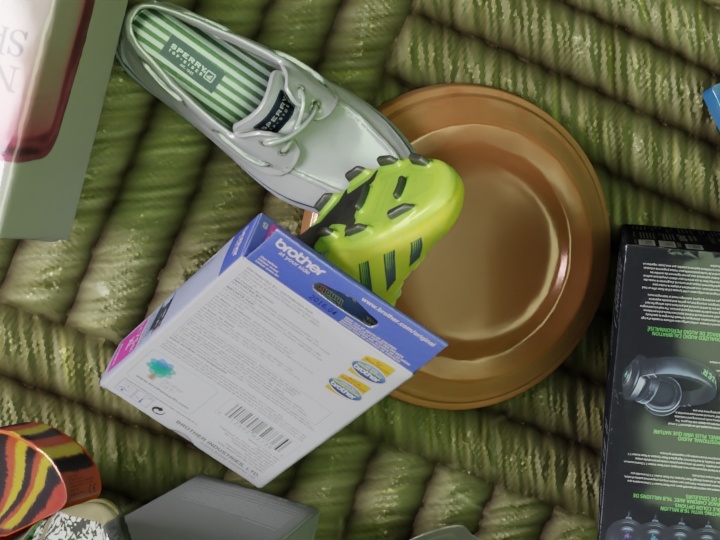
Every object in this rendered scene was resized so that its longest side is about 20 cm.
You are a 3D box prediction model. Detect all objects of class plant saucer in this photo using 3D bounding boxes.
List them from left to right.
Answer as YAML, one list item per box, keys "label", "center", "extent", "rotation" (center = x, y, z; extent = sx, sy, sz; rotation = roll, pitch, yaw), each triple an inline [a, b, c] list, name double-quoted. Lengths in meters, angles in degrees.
- label: "plant saucer"
  center: [0.063, -0.012, 1.151]
  extent: [0.198, 0.037, 0.202]
  rotation: [-2, 98, -14]

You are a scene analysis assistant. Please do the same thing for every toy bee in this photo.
- label: "toy bee"
  center: [-0.244, 0.132, 1.053]
  extent: [0.199, 0.131, 0.109]
  rotation: [-33, 79, 2]

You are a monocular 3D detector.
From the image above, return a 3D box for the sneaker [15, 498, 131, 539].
- label: "sneaker"
  center: [-0.193, 0.171, 0.938]
  extent: [0.088, 0.199, 0.077]
  rotation: [8, 57, -52]

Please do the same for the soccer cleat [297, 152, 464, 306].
- label: "soccer cleat"
  center: [0.000, 0.000, 1.074]
  extent: [0.084, 0.200, 0.065]
  rotation: [38, 44, -21]

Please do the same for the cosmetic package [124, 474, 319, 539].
- label: "cosmetic package"
  center: [-0.090, 0.185, 1.043]
  extent: [0.089, 0.200, 0.108]
  rotation: [15, 94, 13]

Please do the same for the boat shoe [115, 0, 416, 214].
- label: "boat shoe"
  center: [-0.054, -0.087, 1.076]
  extent: [0.199, 0.067, 0.074]
  rotation: [27, 89, -4]

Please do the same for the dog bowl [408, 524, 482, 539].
- label: "dog bowl"
  center: [0.073, 0.256, 1.134]
  extent: [0.198, 0.059, 0.202]
  rotation: [1, 68, -2]

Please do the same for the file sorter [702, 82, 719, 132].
- label: "file sorter"
  center: [0.327, -0.057, 1.128]
  extent: [0.138, 0.123, 0.201]
  rotation: [-22, 83, -24]

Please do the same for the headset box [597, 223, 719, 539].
- label: "headset box"
  center: [0.190, 0.081, 1.116]
  extent: [0.092, 0.174, 0.202]
  rotation: [5, 95, 7]

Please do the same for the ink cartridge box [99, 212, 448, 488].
- label: "ink cartridge box"
  center: [-0.048, 0.043, 1.059]
  extent: [0.119, 0.200, 0.042]
  rotation: [34, 49, -16]

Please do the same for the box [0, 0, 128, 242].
- label: "box"
  center: [-0.206, -0.127, 1.010]
  extent: [0.127, 0.109, 0.202]
  rotation: [15, 93, 10]
